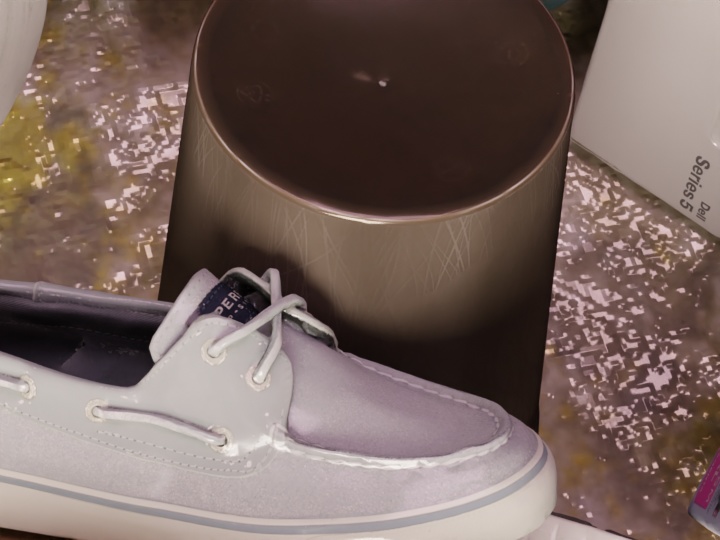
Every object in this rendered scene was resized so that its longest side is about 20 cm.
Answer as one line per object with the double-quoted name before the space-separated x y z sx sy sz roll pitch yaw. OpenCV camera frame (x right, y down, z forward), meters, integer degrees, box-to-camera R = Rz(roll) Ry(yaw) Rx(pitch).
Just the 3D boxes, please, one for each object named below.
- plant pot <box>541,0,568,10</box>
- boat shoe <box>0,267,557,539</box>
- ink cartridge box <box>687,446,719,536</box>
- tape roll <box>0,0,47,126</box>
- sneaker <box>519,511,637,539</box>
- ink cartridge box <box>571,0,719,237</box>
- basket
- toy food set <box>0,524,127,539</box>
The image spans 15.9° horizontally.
"plant pot" 0.030 -0.163 0.969 0.200 0.200 0.135 27 86 15
"boat shoe" -0.045 0.036 0.717 0.200 0.072 0.070 5 26 16
"ink cartridge box" 0.158 0.085 0.703 0.119 0.200 0.042 27 92 3
"tape roll" -0.224 -0.095 0.867 0.202 0.203 0.139 -33 63 -26
"sneaker" 0.101 0.133 0.770 0.078 0.200 0.090 27 79 -33
"ink cartridge box" 0.174 -0.130 0.963 0.084 0.146 0.200 33 57 15
"basket" 0.000 0.000 0.819 0.136 0.200 0.181 21 54 10
"toy food set" -0.038 0.110 0.696 0.197 0.049 0.200 -14 21 -29
